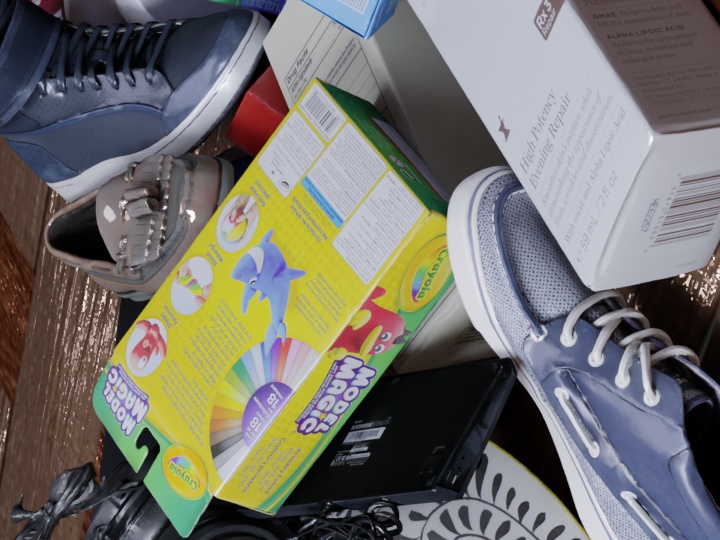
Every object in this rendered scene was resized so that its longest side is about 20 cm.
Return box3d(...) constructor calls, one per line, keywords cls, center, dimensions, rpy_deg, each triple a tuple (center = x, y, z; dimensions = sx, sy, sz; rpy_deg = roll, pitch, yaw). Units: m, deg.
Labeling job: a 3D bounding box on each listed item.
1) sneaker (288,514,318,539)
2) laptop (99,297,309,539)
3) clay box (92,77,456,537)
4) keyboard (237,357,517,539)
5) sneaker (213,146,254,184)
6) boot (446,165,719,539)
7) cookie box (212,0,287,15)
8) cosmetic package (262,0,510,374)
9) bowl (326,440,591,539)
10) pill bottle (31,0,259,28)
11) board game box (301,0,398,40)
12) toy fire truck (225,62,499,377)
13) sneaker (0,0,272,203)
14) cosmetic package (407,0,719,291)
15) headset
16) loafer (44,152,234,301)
box3d(cls="sneaker", center=(-0.003, 0.078, 1.575), dimensions=(0.084, 0.074, 0.201), rpy_deg=(33, 138, 54))
box3d(cls="laptop", center=(-0.065, 0.095, 1.611), dimensions=(0.200, 0.103, 0.177), rpy_deg=(47, 155, -9))
box3d(cls="clay box", center=(-0.039, 0.023, 1.396), dimensions=(0.200, 0.048, 0.115), rpy_deg=(-53, 47, 16))
box3d(cls="keyboard", center=(0.008, 0.098, 1.376), dimensions=(0.040, 0.104, 0.200), rpy_deg=(39, 157, -19))
box3d(cls="sneaker", center=(-0.055, 0.039, 1.648), dimensions=(0.111, 0.076, 0.201), rpy_deg=(-140, 53, -64))
box3d(cls="boot", center=(0.116, 0.038, 1.313), dimensions=(0.090, 0.073, 0.200), rpy_deg=(-19, 102, 57))
box3d(cls="cookie box", center=(-0.088, -0.239, 1.507), dimensions=(0.200, 0.170, 0.075), rpy_deg=(112, 166, -46))
box3d(cls="cosmetic package", center=(0.030, -0.062, 1.458), dimensions=(0.105, 0.071, 0.201), rpy_deg=(-52, 53, 53))
box3d(cls="bowl", center=(0.036, 0.179, 1.431), dimensions=(0.200, 0.094, 0.201), rpy_deg=(33, 141, 31))
box3d(cls="pill bottle", center=(-0.130, -0.141, 1.698), dimensions=(0.200, 0.113, 0.113), rpy_deg=(-30, 72, 60))
box3d(cls="board game box", center=(-0.051, -0.221, 1.379), dimensions=(0.200, 0.037, 0.152), rpy_deg=(31, 128, 9))
box3d(cls="toy fire truck", center=(0.000, 0.000, 1.504), dimensions=(0.200, 0.141, 0.049), rpy_deg=(34, 146, 1))
box3d(cls="sneaker", center=(-0.153, -0.117, 1.569), dimensions=(0.202, 0.146, 0.077), rpy_deg=(-26, 34, 45))
box3d(cls="cosmetic package", center=(0.098, -0.100, 1.316), dimensions=(0.200, 0.074, 0.102), rpy_deg=(58, 145, 34))
box3d(cls="headset", center=(-0.099, 0.146, 1.473), dimensions=(0.123, 0.094, 0.200), rpy_deg=(36, 176, 37))
box3d(cls="loafer", center=(-0.121, -0.022, 1.564), dimensions=(0.200, 0.063, 0.072), rpy_deg=(153, 130, -70))
